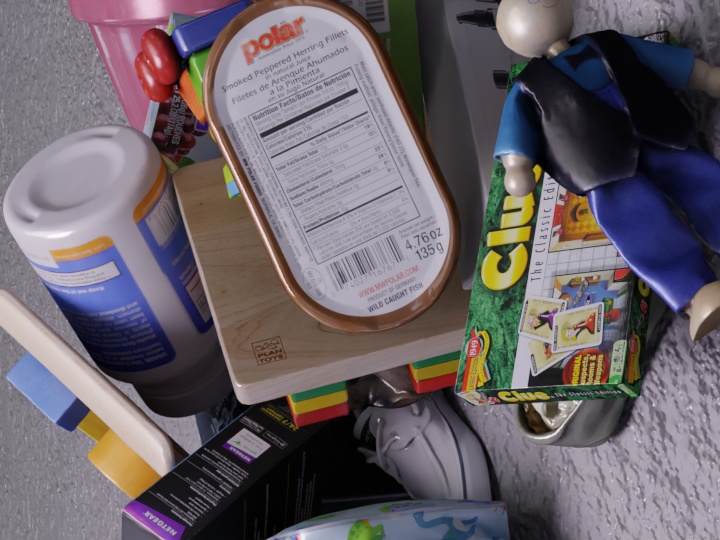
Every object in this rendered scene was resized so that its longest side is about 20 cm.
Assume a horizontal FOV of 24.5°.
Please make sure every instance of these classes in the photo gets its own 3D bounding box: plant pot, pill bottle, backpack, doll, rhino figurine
[{"bbox_3d":[-0.132,-0.189,1.361,0.200,0.199,0.180,-149,46,-62],"label":"plant pot"},{"bbox_3d":[-0.154,0.007,1.146,0.112,0.112,0.200,57,173,50],"label":"pill bottle"},{"bbox_3d":[0.013,0.220,1.019,0.200,0.182,0.147,-40,59,59],"label":"backpack"},{"bbox_3d":[0.136,-0.066,0.826,0.200,0.136,0.048,53,163,19],"label":"doll"},{"bbox_3d":[0.011,0.014,1.139,0.060,0.087,0.200,107,166,-46],"label":"rhino figurine"}]

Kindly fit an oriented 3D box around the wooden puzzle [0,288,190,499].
[{"bbox_3d":[-0.166,0.111,1.133,0.185,0.046,0.200,39,171,25],"label":"wooden puzzle"}]

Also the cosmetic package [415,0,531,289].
[{"bbox_3d":[0.086,-0.089,0.984,0.051,0.082,0.201,134,130,-57],"label":"cosmetic package"}]

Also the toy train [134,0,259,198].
[{"bbox_3d":[-0.084,-0.097,1.048,0.200,0.084,0.116,163,83,-79],"label":"toy train"}]

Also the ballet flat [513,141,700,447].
[{"bbox_3d":[0.132,0.016,0.907,0.067,0.064,0.201,-123,40,-50],"label":"ballet flat"}]

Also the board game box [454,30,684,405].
[{"bbox_3d":[0.111,-0.028,0.879,0.105,0.023,0.201,-10,61,42],"label":"board game box"}]

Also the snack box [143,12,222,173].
[{"bbox_3d":[-0.080,-0.081,1.242,0.068,0.168,0.200,-97,22,-48],"label":"snack box"}]

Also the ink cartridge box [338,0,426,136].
[{"bbox_3d":[-0.016,-0.173,1.054,0.200,0.075,0.148,-107,9,-62],"label":"ink cartridge box"}]

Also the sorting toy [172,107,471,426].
[{"bbox_3d":[0.000,0.000,1.054,0.070,0.199,0.199,84,169,-46],"label":"sorting toy"}]

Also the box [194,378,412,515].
[{"bbox_3d":[-0.045,0.123,1.250,0.149,0.107,0.200,119,142,-46],"label":"box"}]

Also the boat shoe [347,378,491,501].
[{"bbox_3d":[0.027,0.112,1.138,0.200,0.065,0.074,-120,38,-47],"label":"boat shoe"}]

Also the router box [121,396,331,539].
[{"bbox_3d":[-0.089,0.194,1.078,0.051,0.149,0.200,29,133,25],"label":"router box"}]

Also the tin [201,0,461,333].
[{"bbox_3d":[-0.015,-0.060,0.932,0.042,0.112,0.200,-175,60,-86],"label":"tin"}]
